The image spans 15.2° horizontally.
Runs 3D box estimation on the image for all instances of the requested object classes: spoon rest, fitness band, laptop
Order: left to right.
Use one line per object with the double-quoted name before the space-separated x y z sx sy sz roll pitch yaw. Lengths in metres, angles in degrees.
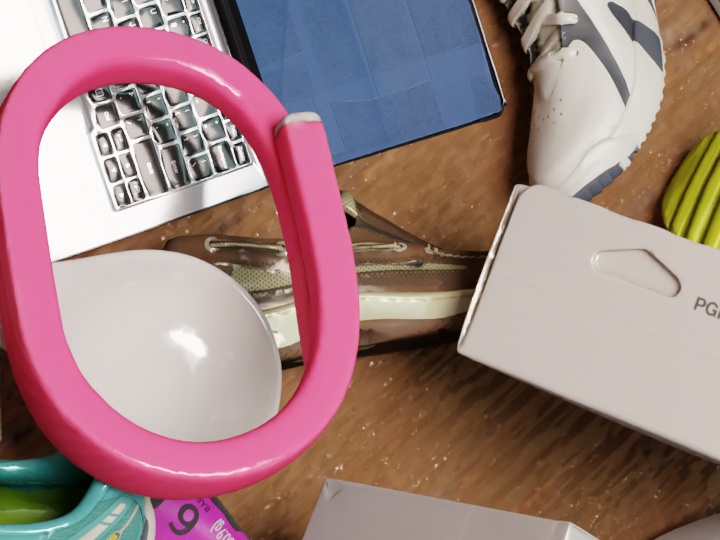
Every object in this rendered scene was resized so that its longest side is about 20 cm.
"spoon rest" -0.121 0.030 1.103 0.199 0.061 0.100 13 68 -22
"fitness band" -0.075 -0.006 1.076 0.143 0.037 0.201 -3 67 -22
"laptop" -0.074 -0.120 1.139 0.199 0.116 0.188 -20 94 -19

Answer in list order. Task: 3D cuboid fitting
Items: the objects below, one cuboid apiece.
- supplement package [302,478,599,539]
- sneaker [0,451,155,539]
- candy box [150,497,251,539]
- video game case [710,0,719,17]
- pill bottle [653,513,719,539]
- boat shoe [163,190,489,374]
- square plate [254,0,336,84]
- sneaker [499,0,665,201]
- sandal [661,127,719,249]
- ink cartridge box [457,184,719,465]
"supplement package" 0.034 0.204 1.098 0.111 0.155 0.201 32 74 -36
"sneaker" -0.181 0.103 1.064 0.199 0.078 0.080 -9 132 -12
"candy box" -0.109 0.195 1.134 0.200 0.061 0.137 -47 109 -26
"video game case" 0.255 -0.186 1.424 0.200 0.023 0.183 -41 105 -28
"pill bottle" 0.198 0.220 1.289 0.112 0.112 0.201 -24 97 -31
"boat shoe" 0.003 -0.001 1.220 0.202 0.075 0.075 -8 82 -32
"square plate" 0.007 -0.217 1.188 0.198 0.028 0.200 -32 85 4
"sneaker" 0.082 -0.136 1.280 0.129 0.079 0.200 27 71 -25
"sandal" 0.226 -0.009 1.293 0.087 0.200 0.080 36 86 -42
"ink cartridge box" 0.155 0.040 1.213 0.200 0.146 0.083 23 89 -58
